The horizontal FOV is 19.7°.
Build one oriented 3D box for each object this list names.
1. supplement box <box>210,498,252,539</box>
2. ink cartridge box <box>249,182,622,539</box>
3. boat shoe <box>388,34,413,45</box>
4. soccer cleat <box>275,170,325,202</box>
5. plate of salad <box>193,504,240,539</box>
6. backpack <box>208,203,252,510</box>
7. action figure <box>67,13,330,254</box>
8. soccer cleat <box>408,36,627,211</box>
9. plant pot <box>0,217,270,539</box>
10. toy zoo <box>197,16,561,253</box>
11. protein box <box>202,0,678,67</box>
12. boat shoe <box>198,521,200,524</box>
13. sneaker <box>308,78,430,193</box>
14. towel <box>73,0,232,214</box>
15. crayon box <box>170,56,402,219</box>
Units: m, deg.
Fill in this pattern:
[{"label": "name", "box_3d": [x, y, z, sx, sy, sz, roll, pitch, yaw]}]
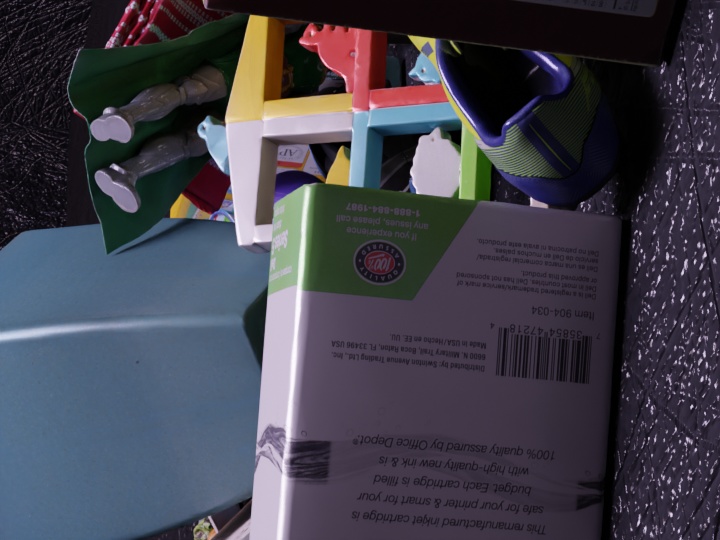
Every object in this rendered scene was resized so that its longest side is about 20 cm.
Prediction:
[{"label": "supplement box", "box_3d": [-0.024, 0.182, 1.119, 0.073, 0.126, 0.200, -42, -1, -19]}, {"label": "ink cartridge box", "box_3d": [0.030, 0.072, 0.910, 0.084, 0.144, 0.202, 165, 111, -76]}, {"label": "boat shoe", "box_3d": [0.007, -0.172, 1.276, 0.200, 0.072, 0.063, -140, 53, -80]}, {"label": "soccer cleat", "box_3d": [0.000, 0.000, 1.162, 0.201, 0.068, 0.074, 59, 150, 38]}, {"label": "plate of salad", "box_3d": [-0.072, 0.200, 1.313, 0.201, 0.048, 0.200, 58, 178, 3]}, {"label": "backpack", "box_3d": [-0.036, 0.048, 1.263, 0.163, 0.152, 0.202, 117, 166, -69]}, {"label": "action figure", "box_3d": [-0.068, -0.099, 1.129, 0.054, 0.200, 0.119, 24, 131, 32]}, {"label": "soccer cleat", "box_3d": [0.055, -0.108, 0.936, 0.065, 0.084, 0.201, -40, 45, 11]}, {"label": "plant pot", "box_3d": [-0.111, 0.056, 1.107, 0.141, 0.199, 0.142, -50, -56, -53]}, {"label": "toy zoo", "box_3d": [0.006, -0.077, 1.031, 0.020, 0.198, 0.132, 25, -114, -61]}, {"label": "protein box", "box_3d": [0.030, -0.199, 0.900, 0.199, 0.198, 0.136, -108, 27, -60]}, {"label": "boat shoe", "box_3d": [-0.075, 0.217, 1.483, 0.200, 0.070, 0.070, -91, -16, -61]}, {"label": "sneaker", "box_3d": [0.010, -0.079, 1.174, 0.083, 0.070, 0.200, 62, 175, -24]}, {"label": "towel", "box_3d": [-0.075, -0.141, 1.166, 0.201, 0.022, 0.145, -64, -32, -7]}, {"label": "crayon box", "box_3d": [-0.056, -0.076, 1.388, 0.200, 0.125, 0.052, 116, 156, -57]}]
